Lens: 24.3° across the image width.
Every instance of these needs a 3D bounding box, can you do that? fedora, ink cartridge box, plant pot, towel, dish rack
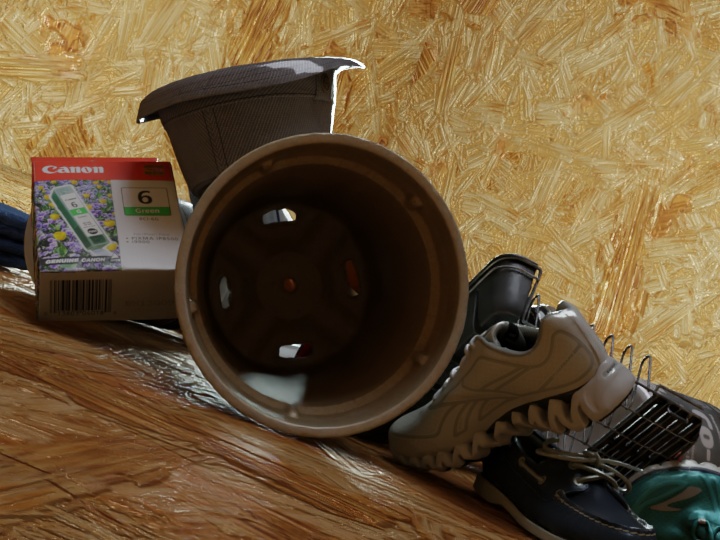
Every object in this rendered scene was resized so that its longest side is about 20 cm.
[{"bbox_3d":[-0.078,-0.103,1.277,0.175,0.091,0.200,-12,0,14],"label":"fedora"},{"bbox_3d":[-0.193,-0.044,1.255,0.108,0.051,0.201,-1,39,-13],"label":"ink cartridge box"},{"bbox_3d":[-0.041,0.011,1.194,0.199,0.202,0.183,21,-5,-10],"label":"plant pot"},{"bbox_3d":[-0.355,-0.047,1.503,0.199,0.049,0.111,21,1,43],"label":"towel"},{"bbox_3d":[0.143,0.088,1.211,0.199,0.055,0.153,29,-42,-13],"label":"dish rack"}]

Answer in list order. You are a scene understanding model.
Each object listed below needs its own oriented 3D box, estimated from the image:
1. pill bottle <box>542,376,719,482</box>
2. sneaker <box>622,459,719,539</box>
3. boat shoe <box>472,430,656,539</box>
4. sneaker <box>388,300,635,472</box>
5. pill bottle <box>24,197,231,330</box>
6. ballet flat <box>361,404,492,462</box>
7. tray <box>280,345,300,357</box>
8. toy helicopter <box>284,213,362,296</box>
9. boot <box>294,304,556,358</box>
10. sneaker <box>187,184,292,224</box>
[{"bbox_3d":[0.246,0.154,1.361,0.113,0.115,0.199,22,2,43],"label":"pill bottle"},{"bbox_3d":[0.276,0.195,1.194,0.198,0.078,0.080,21,10,-6],"label":"sneaker"},{"bbox_3d":[0.140,0.147,1.115,0.074,0.062,0.200,18,2,-19],"label":"boat shoe"},{"bbox_3d":[0.090,0.078,1.137,0.199,0.081,0.075,-25,12,39],"label":"sneaker"},{"bbox_3d":[-0.178,-0.011,1.419,0.111,0.112,0.199,22,1,38],"label":"pill bottle"},{"bbox_3d":[0.066,0.108,1.299,0.199,0.066,0.057,17,40,-40],"label":"ballet flat"},{"bbox_3d":[-0.088,0.069,1.570,0.107,0.022,0.199,21,1,32],"label":"tray"},{"bbox_3d":[0.000,0.000,1.412,0.078,0.133,0.200,-22,-35,19],"label":"toy helicopter"},{"bbox_3d":[0.050,0.070,1.339,0.149,0.074,0.199,16,-29,-33],"label":"boot"},{"bbox_3d":[-0.091,-0.041,1.411,0.072,0.202,0.071,-14,9,20],"label":"sneaker"}]
